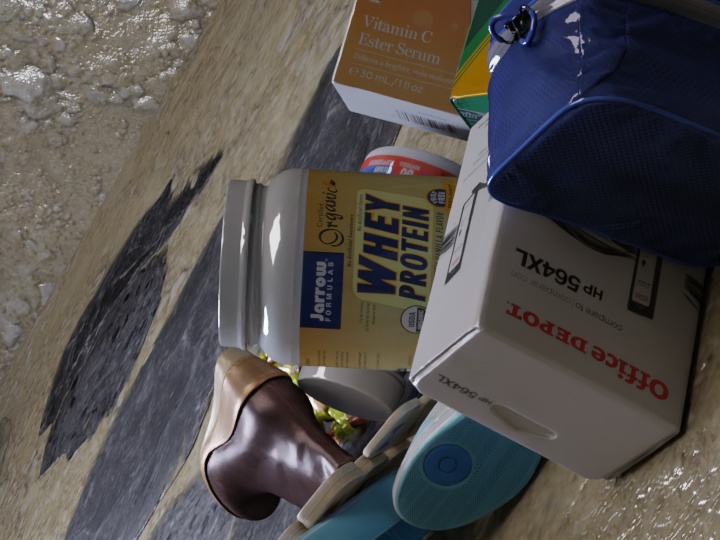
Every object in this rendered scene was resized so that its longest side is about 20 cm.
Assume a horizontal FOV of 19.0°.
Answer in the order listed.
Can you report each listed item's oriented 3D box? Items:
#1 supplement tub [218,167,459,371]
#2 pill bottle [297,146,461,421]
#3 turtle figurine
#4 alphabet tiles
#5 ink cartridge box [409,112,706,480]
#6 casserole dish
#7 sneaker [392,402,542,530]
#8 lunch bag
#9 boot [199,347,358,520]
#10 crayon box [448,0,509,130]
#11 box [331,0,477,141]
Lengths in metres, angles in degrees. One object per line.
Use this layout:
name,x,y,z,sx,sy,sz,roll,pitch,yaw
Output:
supplement tub,0.000,0.000,1.558,0.144,0.199,0.145,-177,90,-90
pill bottle,0.023,0.012,1.700,0.112,0.112,0.200,-29,38,66
turtle figurine,-0.015,0.088,1.797,0.200,0.064,0.162,36,103,56
alphabet tiles,0.002,0.156,1.519,0.196,0.015,0.200,-53,-14,24
ink cartridge box,0.127,0.003,1.289,0.084,0.146,0.200,-43,26,50
casserole dish,-0.018,0.200,1.464,0.200,0.039,0.121,-34,-19,-35
sneaker,0.088,0.074,1.439,0.200,0.079,0.131,-50,21,15
lunch bag,0.162,-0.104,1.223,0.136,0.200,0.133,-40,38,52
boot,-0.057,0.170,1.705,0.166,0.072,0.200,43,150,36
crayon box,0.167,-0.150,1.392,0.200,0.058,0.119,-4,55,33
box,0.081,-0.212,1.695,0.106,0.152,0.201,42,-117,-80
